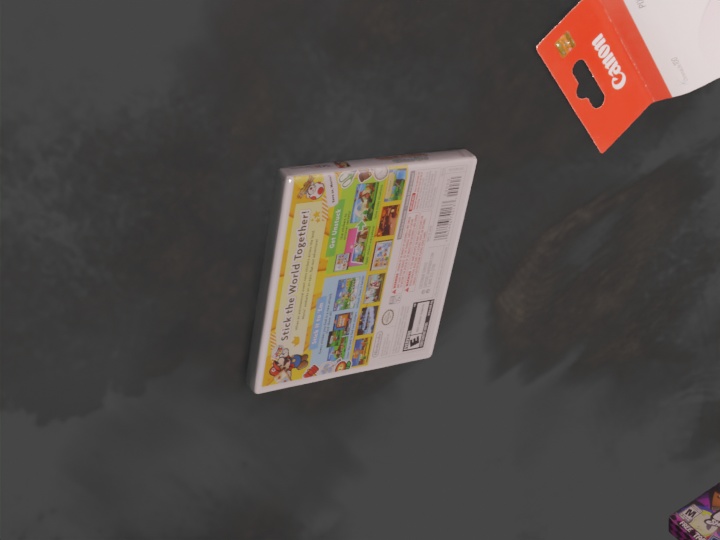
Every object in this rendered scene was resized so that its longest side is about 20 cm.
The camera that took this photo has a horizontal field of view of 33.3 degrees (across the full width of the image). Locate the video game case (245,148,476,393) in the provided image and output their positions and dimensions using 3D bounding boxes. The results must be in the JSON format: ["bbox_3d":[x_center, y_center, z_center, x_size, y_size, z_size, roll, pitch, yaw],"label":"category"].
[{"bbox_3d":[0.000,0.000,0.993,0.182,0.023,0.200,-9,125,-32],"label":"video game case"}]

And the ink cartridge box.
[{"bbox_3d":[0.261,-0.207,1.028,0.200,0.057,0.163,-50,136,-4],"label":"ink cartridge box"}]

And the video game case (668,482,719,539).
[{"bbox_3d":[0.510,0.324,1.467,0.181,0.200,0.036,-27,130,-18],"label":"video game case"}]
